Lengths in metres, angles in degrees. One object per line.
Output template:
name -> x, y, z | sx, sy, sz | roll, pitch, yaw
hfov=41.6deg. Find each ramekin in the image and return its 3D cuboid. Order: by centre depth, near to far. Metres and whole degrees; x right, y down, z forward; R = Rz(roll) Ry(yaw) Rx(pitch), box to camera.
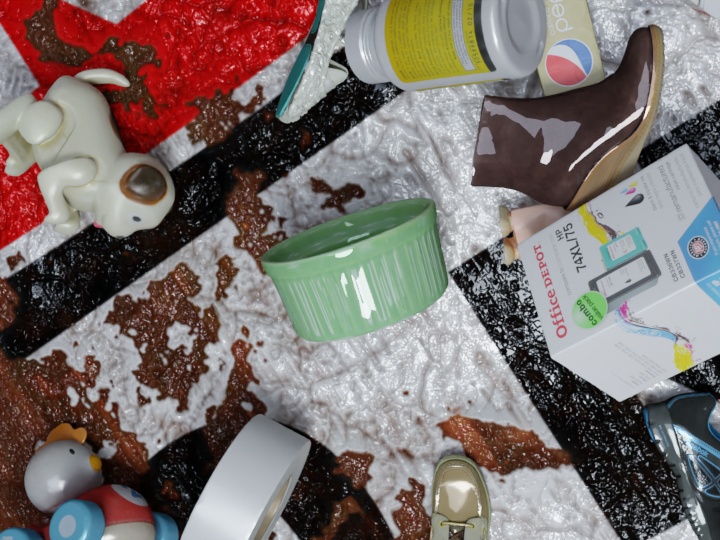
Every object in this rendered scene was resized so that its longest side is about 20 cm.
ramekin -> 0.000, 0.000, 1.038 | 0.199, 0.200, 0.098 | -16, 103, 14

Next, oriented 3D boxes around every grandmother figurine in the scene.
grandmother figurine -> 0.255, -0.057, 1.044 | 0.199, 0.061, 0.122 | -7, 124, 11

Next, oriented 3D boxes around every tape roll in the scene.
tape roll -> -0.134, 0.270, 1.103 | 0.071, 0.202, 0.203 | 26, 103, 8

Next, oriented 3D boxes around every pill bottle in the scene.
pill bottle -> 0.084, -0.248, 0.997 | 0.199, 0.111, 0.112 | 1, 99, 39

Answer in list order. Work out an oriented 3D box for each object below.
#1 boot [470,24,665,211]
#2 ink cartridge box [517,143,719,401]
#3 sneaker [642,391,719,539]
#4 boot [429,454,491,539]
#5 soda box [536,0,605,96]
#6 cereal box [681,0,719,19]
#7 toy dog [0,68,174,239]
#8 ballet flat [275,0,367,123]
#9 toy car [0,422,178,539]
boot -> 0.207, -0.160, 0.959 | 0.166, 0.072, 0.201 | 12, 113, 4
ink cartridge box -> 0.290, 0.009, 0.950 | 0.200, 0.146, 0.147 | -33, 48, 27
sneaker -> 0.386, 0.230, 1.044 | 0.082, 0.073, 0.201 | -24, 93, 13
boot -> 0.107, 0.326, 1.078 | 0.072, 0.155, 0.201 | 1, 98, 12
soda box -> 0.215, -0.254, 1.017 | 0.067, 0.064, 0.201 | -14, 95, 14
cereal box -> 0.321, -0.361, 0.939 | 0.199, 0.040, 0.144 | 23, 105, -26
toy dog -> -0.312, -0.123, 1.134 | 0.200, 0.140, 0.194 | 41, 68, 6
ballet flat -> -0.034, -0.254, 1.075 | 0.072, 0.072, 0.201 | 23, 103, 8
toy car -> -0.354, 0.277, 1.193 | 0.176, 0.184, 0.201 | -26, 63, 15
